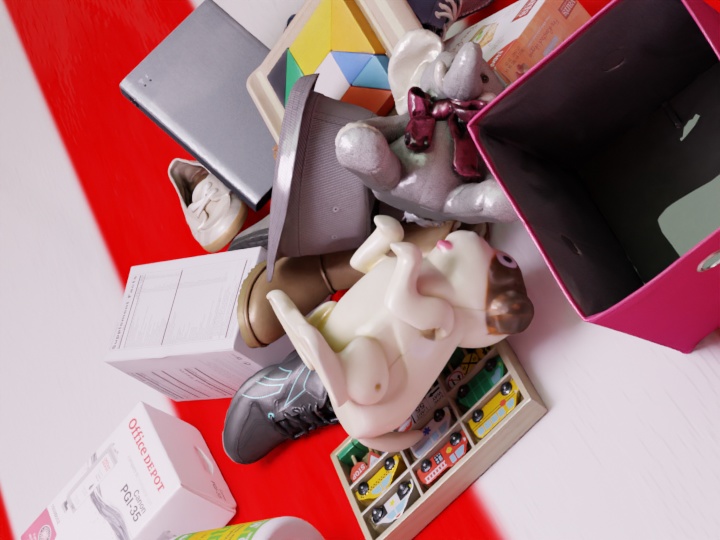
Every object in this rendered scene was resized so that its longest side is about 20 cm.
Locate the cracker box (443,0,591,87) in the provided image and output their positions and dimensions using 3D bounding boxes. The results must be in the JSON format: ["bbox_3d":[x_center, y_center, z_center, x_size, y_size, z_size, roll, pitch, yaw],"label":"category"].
[{"bbox_3d":[0.111,-0.181,1.687,0.199,0.058,0.134,-21,27,52],"label":"cracker box"}]

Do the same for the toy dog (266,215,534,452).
[{"bbox_3d":[0.051,0.047,1.541,0.199,0.195,0.140,-32,14,-6],"label":"toy dog"}]

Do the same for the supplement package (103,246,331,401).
[{"bbox_3d":[-0.145,0.057,1.816,0.199,0.109,0.115,-7,60,43],"label":"supplement package"}]

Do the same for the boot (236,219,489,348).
[{"bbox_3d":[0.000,0.000,1.671,0.199,0.067,0.175,-8,30,32],"label":"boot"}]

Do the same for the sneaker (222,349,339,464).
[{"bbox_3d":[-0.054,0.118,1.708,0.200,0.075,0.079,-47,42,13],"label":"sneaker"}]

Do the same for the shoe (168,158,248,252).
[{"bbox_3d":[-0.170,-0.075,1.939,0.070,0.053,0.200,-51,24,7],"label":"shoe"}]

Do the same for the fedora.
[{"bbox_3d":[-0.027,-0.079,1.616,0.178,0.089,0.201,-77,-4,-47],"label":"fedora"}]

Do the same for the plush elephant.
[{"bbox_3d":[0.076,-0.125,1.524,0.200,0.163,0.156,89,-161,-83],"label":"plush elephant"}]

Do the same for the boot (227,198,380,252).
[{"bbox_3d":[-0.043,-0.074,1.852,0.199,0.068,0.131,-23,38,35],"label":"boot"}]

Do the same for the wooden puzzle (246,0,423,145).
[{"bbox_3d":[-0.020,-0.179,1.697,0.200,0.037,0.186,-47,60,33],"label":"wooden puzzle"}]

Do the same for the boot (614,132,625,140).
[{"bbox_3d":[0.157,-0.125,1.632,0.199,0.073,0.182,-28,17,22],"label":"boot"}]

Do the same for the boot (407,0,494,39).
[{"bbox_3d":[0.071,-0.251,1.770,0.199,0.073,0.090,-18,42,-24],"label":"boot"}]

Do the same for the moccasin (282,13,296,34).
[{"bbox_3d":[-0.094,-0.185,1.960,0.080,0.068,0.202,2,68,47],"label":"moccasin"}]

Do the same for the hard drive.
[{"bbox_3d":[-0.134,-0.175,1.894,0.200,0.033,0.140,41,74,11],"label":"hard drive"}]

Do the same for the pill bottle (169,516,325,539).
[{"bbox_3d":[-0.127,0.291,1.636,0.199,0.111,0.112,-16,54,39],"label":"pill bottle"}]

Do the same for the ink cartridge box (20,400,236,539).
[{"bbox_3d":[-0.233,0.253,1.796,0.200,0.083,0.147,-49,39,10],"label":"ink cartridge box"}]

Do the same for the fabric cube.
[{"bbox_3d":[0.241,-0.076,1.389,0.196,0.199,0.201,-38,63,20],"label":"fabric cube"}]

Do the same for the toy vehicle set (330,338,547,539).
[{"bbox_3d":[0.066,0.145,1.600,0.200,0.026,0.125,-45,40,14],"label":"toy vehicle set"}]

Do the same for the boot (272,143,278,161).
[{"bbox_3d":[-0.021,-0.167,1.832,0.155,0.077,0.200,-46,20,16],"label":"boot"}]
